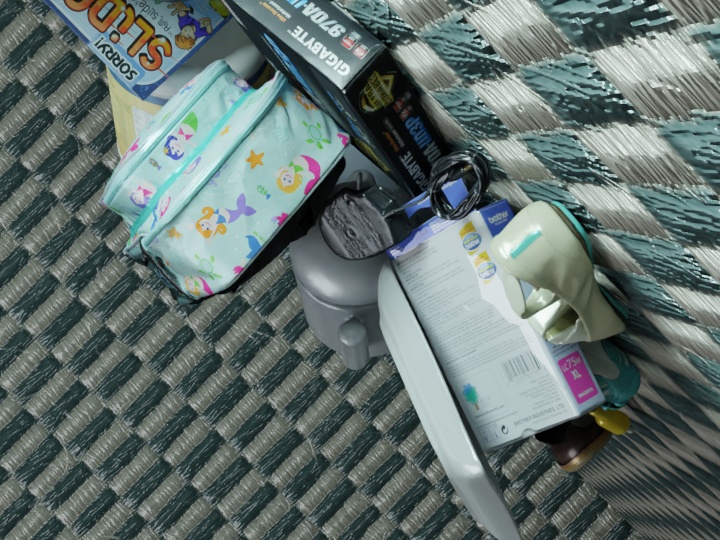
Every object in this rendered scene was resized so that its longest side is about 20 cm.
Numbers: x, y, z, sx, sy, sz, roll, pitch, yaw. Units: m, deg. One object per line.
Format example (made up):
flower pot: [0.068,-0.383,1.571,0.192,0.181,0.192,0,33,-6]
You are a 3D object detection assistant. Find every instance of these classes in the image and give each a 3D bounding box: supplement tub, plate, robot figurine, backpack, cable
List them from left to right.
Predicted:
supplement tub: [-0.149,-0.152,1.315,0.145,0.144,0.201,43,153,25]
backpack: [-0.100,-0.067,1.128,0.151,0.178,0.200,44,166,-13]
robot figurine: [0.000,0.000,1.272,0.200,0.112,0.171,80,-171,-60]
plate: [0.068,0.117,1.192,0.200,0.032,0.200,65,-177,32]
cable: [0.204,0.117,1.439,0.097,0.050,0.200,55,-163,25]

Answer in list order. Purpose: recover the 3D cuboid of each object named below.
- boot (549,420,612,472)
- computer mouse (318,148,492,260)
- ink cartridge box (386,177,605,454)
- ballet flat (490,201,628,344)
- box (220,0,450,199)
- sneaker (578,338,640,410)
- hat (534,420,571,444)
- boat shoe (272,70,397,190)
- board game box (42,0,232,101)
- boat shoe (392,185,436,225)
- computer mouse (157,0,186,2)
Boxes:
boot: [0.188,0.121,1.579,0.166,0.072,0.200,47,-169,-7]
computer mouse: [0.034,-0.052,1.091,0.200,0.034,0.059,-21,106,53]
ink cartridge box: [0.095,0.030,1.122,0.119,0.042,0.201,-31,86,52]
ballet flat: [0.134,0.013,1.017,0.069,0.069,0.200,43,177,31]
box: [-0.020,-0.146,1.087,0.159,0.046,0.200,42,177,26]
sneaker: [0.198,0.095,1.292,0.079,0.078,0.200,35,177,5]
hat: [0.107,0.062,1.233,0.201,0.080,0.202,169,90,-84]
boat shoe: [-0.021,-0.122,1.404,0.201,0.073,0.065,54,-178,2]
board game box: [-0.185,-0.244,1.123,0.200,0.135,0.034,45,-177,-37]
boat shoe: [0.071,-0.032,1.348,0.072,0.068,0.200,50,162,25]
computer mouse: [-0.186,-0.257,1.059,0.199,0.139,0.053,14,-153,-15]
